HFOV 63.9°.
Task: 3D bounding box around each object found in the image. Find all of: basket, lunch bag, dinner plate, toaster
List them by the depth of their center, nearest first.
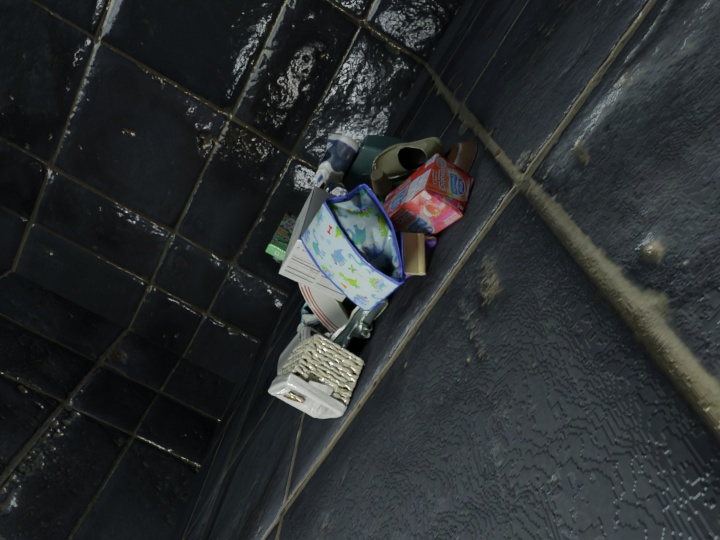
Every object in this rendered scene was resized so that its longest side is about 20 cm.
[{"bbox_3d":[-0.002,-0.033,1.091,0.127,0.201,0.170,-26,-10,-27],"label":"lunch bag"},{"bbox_3d":[-0.093,0.222,1.204,0.124,0.135,0.200,-63,10,-24],"label":"basket"},{"bbox_3d":[-0.078,0.084,1.369,0.024,0.200,0.200,-39,1,-22],"label":"dinner plate"},{"bbox_3d":[-0.135,0.233,1.450,0.129,0.113,0.200,-55,15,17],"label":"toaster"}]

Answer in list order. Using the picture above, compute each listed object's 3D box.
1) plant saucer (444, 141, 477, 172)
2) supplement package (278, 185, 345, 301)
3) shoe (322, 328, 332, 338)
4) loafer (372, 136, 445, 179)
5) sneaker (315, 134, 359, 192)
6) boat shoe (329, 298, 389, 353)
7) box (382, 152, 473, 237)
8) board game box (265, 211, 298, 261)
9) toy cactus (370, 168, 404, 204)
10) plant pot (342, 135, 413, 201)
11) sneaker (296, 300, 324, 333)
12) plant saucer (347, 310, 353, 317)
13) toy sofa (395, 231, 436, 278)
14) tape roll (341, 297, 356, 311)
[{"bbox_3d":[0.186,-0.204,1.276,0.201,0.034,0.200,-57,11,17],"label":"plant saucer"},{"bbox_3d":[-0.070,-0.061,1.272,0.111,0.155,0.201,-55,16,40],"label":"supplement package"},{"bbox_3d":[-0.093,0.181,1.555,0.201,0.053,0.070,-59,10,14],"label":"shoe"},{"bbox_3d":[0.099,-0.260,1.343,0.199,0.076,0.068,-14,12,40],"label":"loafer"},{"bbox_3d":[-0.078,-0.270,1.489,0.147,0.080,0.200,-57,15,-1],"label":"sneaker"},{"bbox_3d":[0.004,0.127,1.253,0.200,0.073,0.062,-49,57,26],"label":"boat shoe"},{"bbox_3d":[0.123,-0.130,1.154,0.200,0.095,0.100,-35,29,56],"label":"box"},{"bbox_3d":[-0.107,-0.046,1.340,0.029,0.199,0.135,-54,11,40],"label":"board game box"},{"bbox_3d":[0.061,-0.167,1.356,0.199,0.165,0.103,-18,56,11],"label":"toy cactus"},{"bbox_3d":[0.067,-0.246,1.515,0.197,0.199,0.196,-56,10,26],"label":"plant pot"},{"bbox_3d":[-0.124,0.115,1.525,0.200,0.086,0.078,-38,33,45],"label":"sneaker"},{"bbox_3d":[0.014,0.045,1.444,0.200,0.037,0.200,-58,11,16],"label":"plant saucer"},{"bbox_3d":[0.078,-0.008,1.182,0.200,0.097,0.083,142,132,-65],"label":"toy sofa"},{"bbox_3d":[0.000,0.000,1.396,0.201,0.048,0.201,-59,10,17],"label":"tape roll"}]
